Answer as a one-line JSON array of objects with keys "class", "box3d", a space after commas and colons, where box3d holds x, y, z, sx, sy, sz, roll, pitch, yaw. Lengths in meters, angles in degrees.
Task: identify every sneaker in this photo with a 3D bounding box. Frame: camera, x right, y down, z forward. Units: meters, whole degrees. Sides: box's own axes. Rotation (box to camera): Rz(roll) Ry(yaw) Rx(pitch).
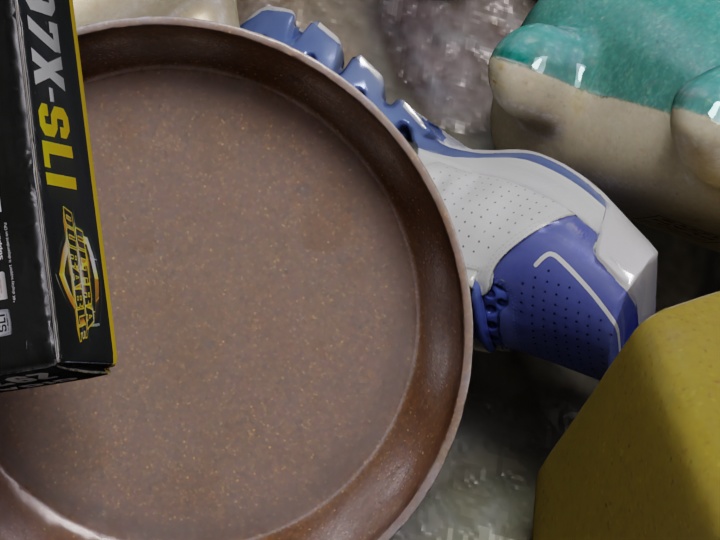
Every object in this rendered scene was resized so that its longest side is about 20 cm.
[{"class": "sneaker", "box3d": [-0.001, 0.000, 0.967, 0.199, 0.081, 0.115, 32, 64, 27]}]

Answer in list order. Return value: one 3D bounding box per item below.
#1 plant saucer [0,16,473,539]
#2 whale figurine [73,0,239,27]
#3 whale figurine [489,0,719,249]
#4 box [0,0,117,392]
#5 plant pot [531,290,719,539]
[{"class": "plant saucer", "box3d": [-0.062, 0.016, 0.908, 0.199, 0.201, 0.035, 28, 13, -3]}, {"class": "whale figurine", "box3d": [-0.113, -0.099, 0.990, 0.158, 0.104, 0.201, 26, 77, 2]}, {"class": "whale figurine", "box3d": [0.124, -0.064, 0.973, 0.158, 0.200, 0.104, 19, 90, -10]}, {"class": "box", "box3d": [-0.167, -0.055, 0.868, 0.159, 0.049, 0.201, -10, 84, 19]}, {"class": "plant pot", "box3d": [0.163, 0.107, 0.909, 0.193, 0.196, 0.201, -16, 65, -27]}]
